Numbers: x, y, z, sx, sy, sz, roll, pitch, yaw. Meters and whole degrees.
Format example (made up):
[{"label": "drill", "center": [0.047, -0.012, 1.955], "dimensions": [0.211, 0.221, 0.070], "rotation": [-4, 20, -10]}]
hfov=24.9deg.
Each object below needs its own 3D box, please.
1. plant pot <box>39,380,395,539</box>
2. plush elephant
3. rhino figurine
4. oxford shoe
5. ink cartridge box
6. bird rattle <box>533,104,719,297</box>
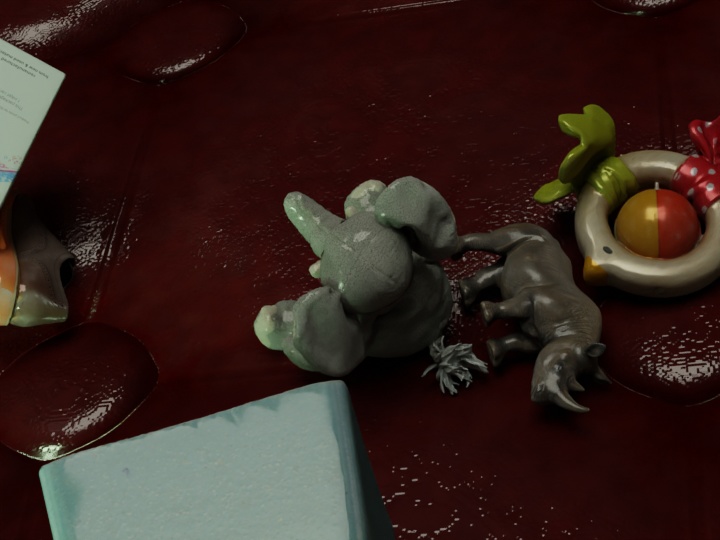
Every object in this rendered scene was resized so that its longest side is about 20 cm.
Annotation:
[{"label": "plant pot", "center": [-0.066, 0.224, 0.987], "dimensions": [0.195, 0.197, 0.201], "rotation": [-16, 50, 0]}, {"label": "plush elephant", "center": [0.000, 0.000, 1.223], "dimensions": [0.165, 0.155, 0.200], "rotation": [-47, 53, -10]}, {"label": "rhino figurine", "center": [0.134, 0.035, 1.225], "dimensions": [0.087, 0.060, 0.201], "rotation": [-16, 42, -6]}, {"label": "oxford shoe", "center": [-0.290, -0.007, 1.430], "dimensions": [0.072, 0.072, 0.201], "rotation": [11, 29, -18]}, {"label": "ink cartridge box", "center": [-0.342, -0.090, 1.408], "dimensions": [0.201, 0.084, 0.144], "rotation": [-65, 15, -10]}, {"label": "bird rattle", "center": [0.239, -0.049, 1.284], "dimensions": [0.198, 0.113, 0.164], "rotation": [6, 60, -2]}]
